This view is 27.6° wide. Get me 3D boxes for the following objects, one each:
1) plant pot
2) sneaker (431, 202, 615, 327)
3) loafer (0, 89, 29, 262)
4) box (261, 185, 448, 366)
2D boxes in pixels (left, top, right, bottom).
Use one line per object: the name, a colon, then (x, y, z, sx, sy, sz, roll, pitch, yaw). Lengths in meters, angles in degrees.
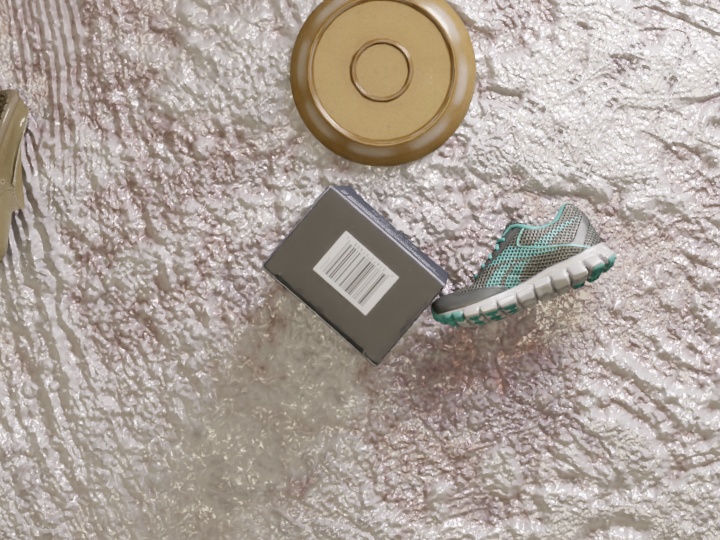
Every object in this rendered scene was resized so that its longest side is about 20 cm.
plant pot: (0.023, -0.210, 1.554, 0.199, 0.027, 0.201, 0, 93, 3)
sneaker: (0.162, -0.005, 1.542, 0.200, 0.078, 0.091, -22, 76, 1)
loafer: (-0.393, -0.094, 1.567, 0.076, 0.067, 0.201, 9, 80, 45)
box: (0.000, 0.000, 1.478, 0.148, 0.200, 0.107, 41, 96, 2)
